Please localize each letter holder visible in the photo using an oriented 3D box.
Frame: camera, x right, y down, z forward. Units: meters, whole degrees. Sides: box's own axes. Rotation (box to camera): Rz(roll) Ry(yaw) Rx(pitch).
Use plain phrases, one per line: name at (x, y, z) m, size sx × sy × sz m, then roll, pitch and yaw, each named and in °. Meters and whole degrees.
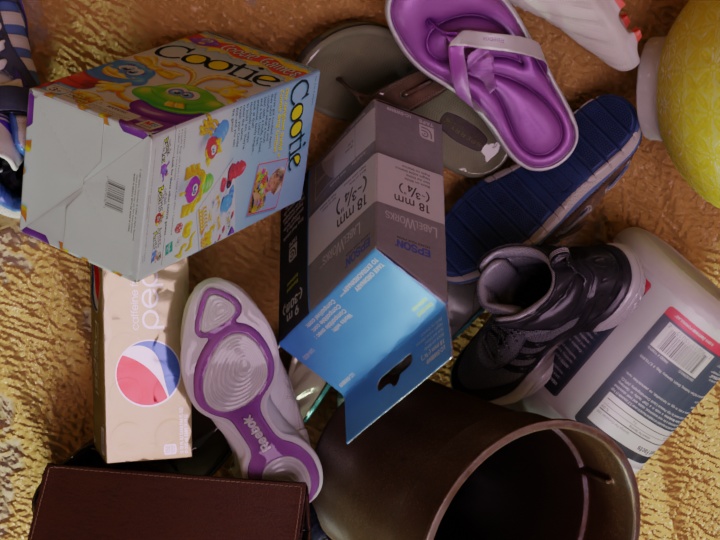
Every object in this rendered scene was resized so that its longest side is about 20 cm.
letter holder at (-0.141, 0.234, 1.251) m, size 0.198 × 0.143 × 0.101 m, roll 3°, pitch 139°, yaw 4°

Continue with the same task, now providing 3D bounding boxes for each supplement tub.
supplement tub at (0.209, 0.079, 1.402) m, size 0.140 × 0.141 × 0.200 m, roll 33°, pitch 104°, yaw -29°

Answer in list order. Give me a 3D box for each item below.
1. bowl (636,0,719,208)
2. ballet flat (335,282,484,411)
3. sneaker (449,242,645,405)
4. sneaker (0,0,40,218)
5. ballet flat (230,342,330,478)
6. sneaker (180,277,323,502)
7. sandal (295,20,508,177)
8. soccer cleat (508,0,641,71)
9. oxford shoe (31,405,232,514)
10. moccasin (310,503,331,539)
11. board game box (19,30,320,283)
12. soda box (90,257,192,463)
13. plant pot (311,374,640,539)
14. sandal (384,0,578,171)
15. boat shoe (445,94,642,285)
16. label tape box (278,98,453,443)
bowl at (0.273, -0.138, 1.311) m, size 0.107 × 0.200 × 0.202 m, roll 4°, pitch 124°, yaw 25°
ballet flat at (0.024, 0.070, 1.390) m, size 0.064 × 0.067 × 0.200 m, roll 38°, pitch 96°, yaw -19°
sneaker at (0.115, 0.036, 1.314) m, size 0.113 × 0.076 × 0.200 m, roll 13°, pitch 139°, yaw -42°
sneaker at (-0.253, -0.131, 1.147) m, size 0.080 × 0.147 × 0.202 m, roll -20°, pitch 121°, yaw -6°
ballet flat at (-0.070, 0.116, 1.389) m, size 0.069 × 0.070 × 0.201 m, roll 21°, pitch 107°, yaw -25°
sneaker at (-0.091, 0.087, 1.286) m, size 0.074 × 0.100 × 0.201 m, roll -21°, pitch 120°, yaw -5°
sandal at (0.040, -0.125, 1.292) m, size 0.200 × 0.057 × 0.080 m, roll 22°, pitch 111°, yaw -27°
soccer cleat at (0.134, -0.216, 1.273) m, size 0.077 × 0.069 × 0.200 m, roll -39°, pitch 114°, yaw 11°
oxford shoe at (-0.170, 0.148, 1.346) m, size 0.199 × 0.073 × 0.084 m, roll -36°, pitch 164°, yaw -1°
moccasin at (-0.013, 0.255, 1.447) m, size 0.081 × 0.068 × 0.200 m, roll -48°, pitch 137°, yaw -2°
board game box at (-0.128, -0.084, 1.174) m, size 0.200 × 0.102 × 0.106 m, roll -30°, pitch 136°, yaw -54°
soda box at (-0.164, 0.037, 1.275) m, size 0.067 × 0.064 × 0.202 m, roll -2°, pitch 98°, yaw -17°
plant pot at (0.071, 0.178, 1.286) m, size 0.199 × 0.198 × 0.202 m, roll -11°, pitch 110°, yaw -31°
sandal at (0.100, -0.147, 1.256) m, size 0.082 × 0.050 × 0.202 m, roll -44°, pitch 121°, yaw 9°
boat shoe at (0.145, -0.050, 1.350) m, size 0.199 × 0.072 × 0.072 m, roll -37°, pitch 151°, yaw 1°
label tape box at (0.000, 0.000, 1.237) m, size 0.063 × 0.202 × 0.144 m, roll 18°, pitch 141°, yaw -25°
